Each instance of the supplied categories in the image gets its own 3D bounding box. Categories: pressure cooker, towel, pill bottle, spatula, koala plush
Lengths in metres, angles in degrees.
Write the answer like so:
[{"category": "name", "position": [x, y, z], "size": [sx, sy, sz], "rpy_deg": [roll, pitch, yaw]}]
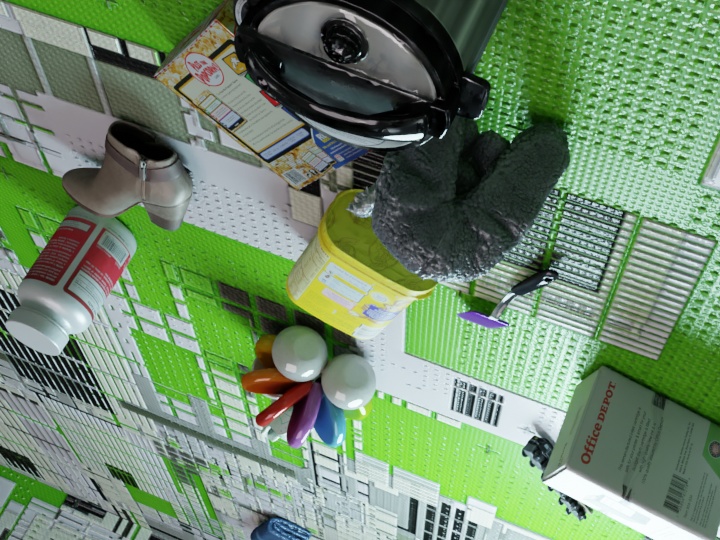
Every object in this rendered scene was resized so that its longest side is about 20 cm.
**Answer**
[{"category": "pressure cooker", "position": [0.009, -0.190, 0.818], "size": [0.176, 0.200, 0.179], "rpy_deg": [-5, 139, 43]}, {"category": "towel", "position": [-0.193, 0.631, 2.516], "size": [0.112, 0.049, 0.200], "rpy_deg": [29, 152, -6]}, {"category": "pill bottle", "position": [-0.412, 0.016, 1.509], "size": [0.112, 0.200, 0.112], "rpy_deg": [20, 151, 12]}, {"category": "spatula", "position": [0.174, 0.035, 1.243], "size": [0.056, 0.021, 0.200], "rpy_deg": [20, 151, -14]}, {"category": "koala plush", "position": [0.072, -0.063, 1.030], "size": [0.177, 0.184, 0.200], "rpy_deg": [27, 165, -7]}]

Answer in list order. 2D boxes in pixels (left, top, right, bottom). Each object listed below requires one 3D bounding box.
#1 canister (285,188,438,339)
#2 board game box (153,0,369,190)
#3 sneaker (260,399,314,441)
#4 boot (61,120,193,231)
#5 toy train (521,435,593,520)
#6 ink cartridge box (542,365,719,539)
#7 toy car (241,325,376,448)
[{"category": "canister", "position": [0.000, 0.000, 1.264], "size": [0.148, 0.087, 0.200], "rpy_deg": [30, 153, -6]}, {"category": "board game box", "position": [-0.094, -0.176, 1.088], "size": [0.200, 0.046, 0.151], "rpy_deg": [38, 150, -21]}, {"category": "sneaker", "position": [-0.093, 0.248, 1.763], "size": [0.070, 0.080, 0.200], "rpy_deg": [41, 147, -23]}, {"category": "boot", "position": [-0.296, -0.128, 1.328], "size": [0.200, 0.070, 0.146], "rpy_deg": [19, 145, 12]}, {"category": "toy train", "position": [0.296, 0.307, 1.575], "size": [0.034, 0.046, 0.200], "rpy_deg": [17, 151, 49]}, {"category": "ink cartridge box", "position": [0.343, 0.231, 1.300], "size": [0.200, 0.146, 0.084], "rpy_deg": [27, 153, -1]}, {"category": "toy car", "position": [-0.084, 0.186, 1.575], "size": [0.200, 0.150, 0.175], "rpy_deg": [30, 151, -8]}]
